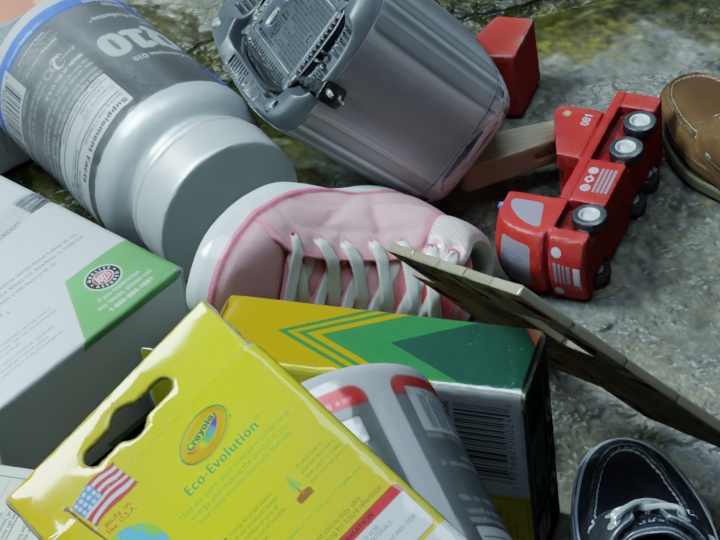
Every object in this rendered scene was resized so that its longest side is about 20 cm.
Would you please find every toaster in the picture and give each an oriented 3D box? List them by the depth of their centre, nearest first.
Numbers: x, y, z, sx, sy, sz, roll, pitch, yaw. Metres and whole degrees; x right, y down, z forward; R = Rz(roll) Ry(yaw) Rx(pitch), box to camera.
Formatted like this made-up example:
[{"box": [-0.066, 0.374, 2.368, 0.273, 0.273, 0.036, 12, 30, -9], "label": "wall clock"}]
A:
[{"box": [0.004, -0.122, 1.377, 0.114, 0.129, 0.200, -54, 30, 11], "label": "toaster"}]

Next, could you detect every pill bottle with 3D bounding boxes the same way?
[{"box": [0.021, 0.152, 1.040, 0.114, 0.114, 0.200, -20, 61, -13], "label": "pill bottle"}, {"box": [-0.130, -0.080, 1.393, 0.114, 0.114, 0.200, -29, 45, -22], "label": "pill bottle"}]

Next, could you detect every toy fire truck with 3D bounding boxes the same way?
[{"box": [0.106, -0.070, 1.389, 0.141, 0.049, 0.200, 11, 45, 22], "label": "toy fire truck"}]

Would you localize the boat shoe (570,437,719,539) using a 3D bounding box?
[{"box": [0.140, 0.140, 1.096, 0.072, 0.068, 0.200, -7, 39, 2], "label": "boat shoe"}]

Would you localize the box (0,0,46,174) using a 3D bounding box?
[{"box": [-0.287, -0.130, 1.486, 0.200, 0.107, 0.152, -31, 45, -24], "label": "box"}]

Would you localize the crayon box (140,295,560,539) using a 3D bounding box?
[{"box": [-0.003, 0.081, 1.172, 0.199, 0.127, 0.051, 7, 42, 16], "label": "crayon box"}]

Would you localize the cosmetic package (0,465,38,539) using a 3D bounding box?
[{"box": [-0.154, 0.162, 1.134, 0.199, 0.087, 0.103, 8, 44, 17], "label": "cosmetic package"}]

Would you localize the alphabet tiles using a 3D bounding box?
[{"box": [0.102, 0.039, 1.174, 0.008, 0.167, 0.200, -58, 22, -4], "label": "alphabet tiles"}]

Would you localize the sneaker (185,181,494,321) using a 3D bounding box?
[{"box": [0.000, 0.000, 1.266, 0.105, 0.076, 0.200, 25, 22, 31], "label": "sneaker"}]

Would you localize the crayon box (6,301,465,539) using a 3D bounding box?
[{"box": [-0.038, 0.122, 0.969, 0.127, 0.051, 0.200, -44, 63, -6], "label": "crayon box"}]

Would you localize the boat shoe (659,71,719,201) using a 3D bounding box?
[{"box": [0.235, -0.071, 1.351, 0.072, 0.068, 0.200, -21, 41, -13], "label": "boat shoe"}]

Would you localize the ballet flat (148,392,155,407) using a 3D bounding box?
[{"box": [-0.016, 0.067, 1.253, 0.199, 0.071, 0.065, 8, 16, 15], "label": "ballet flat"}]

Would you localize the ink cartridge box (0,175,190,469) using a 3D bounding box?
[{"box": [-0.212, 0.030, 1.301, 0.200, 0.084, 0.146, 26, 51, 35], "label": "ink cartridge box"}]
